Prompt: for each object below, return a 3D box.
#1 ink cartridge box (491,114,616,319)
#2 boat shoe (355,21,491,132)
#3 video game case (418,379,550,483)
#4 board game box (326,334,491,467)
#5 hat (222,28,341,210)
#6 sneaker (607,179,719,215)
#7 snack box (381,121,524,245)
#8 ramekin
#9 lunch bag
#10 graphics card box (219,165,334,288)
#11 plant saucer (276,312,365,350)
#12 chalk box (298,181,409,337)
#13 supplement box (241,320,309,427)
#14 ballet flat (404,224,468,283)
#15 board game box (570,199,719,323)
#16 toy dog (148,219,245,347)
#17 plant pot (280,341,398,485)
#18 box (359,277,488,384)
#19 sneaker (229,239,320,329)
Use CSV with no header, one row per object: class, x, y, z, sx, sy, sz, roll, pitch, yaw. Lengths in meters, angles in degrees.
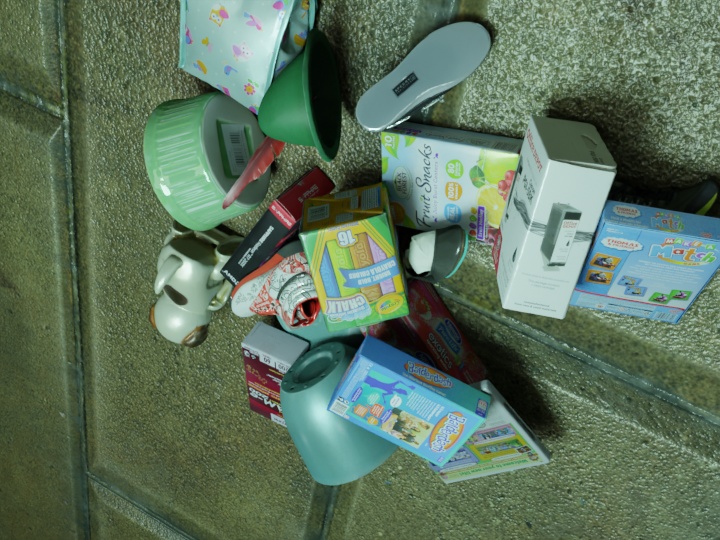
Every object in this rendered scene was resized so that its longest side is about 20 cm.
ink cartridge box,0.229,-0.068,0.998,0.081,0.147,0.203,9,120,-3
boat shoe,0.085,-0.247,1.064,0.199,0.068,0.074,-39,84,17
video game case,0.160,0.251,1.247,0.198,0.022,0.182,-23,121,36
board game box,0.067,0.192,1.179,0.198,0.045,0.153,28,135,-3
hat,-0.128,-0.217,1.106,0.173,0.203,0.166,-4,155,15
sneaker,0.343,-0.076,1.014,0.198,0.074,0.082,-20,104,37
snack box,0.128,-0.120,1.128,0.197,0.053,0.144,14,124,24
ramekin,-0.220,-0.168,1.221,0.096,0.200,0.202,-11,113,27
lunch bag,-0.154,-0.344,1.117,0.169,0.122,0.201,31,136,12
graphics card box,-0.132,-0.063,1.275,0.051,0.126,0.200,44,131,-2
plant saucer,-0.077,0.068,1.383,0.197,0.036,0.203,15,125,22
chalk box,0.000,0.000,1.144,0.122,0.125,0.203,-13,116,6
supplement box,-0.148,0.193,1.466,0.108,0.061,0.202,21,139,19
ballet flat,0.098,-0.017,1.139,0.067,0.069,0.200,7,166,-4
board game box,0.347,-0.005,0.999,0.149,0.037,0.201,10,152,5
toy dog,-0.288,0.035,1.397,0.138,0.195,0.202,22,123,2
plant pot,-0.039,0.217,1.335,0.199,0.201,0.162,-16,115,37
box,0.099,0.122,1.266,0.095,0.100,0.201,-26,104,38
sneaker,-0.129,0.050,1.245,0.201,0.067,0.109,-39,60,35
